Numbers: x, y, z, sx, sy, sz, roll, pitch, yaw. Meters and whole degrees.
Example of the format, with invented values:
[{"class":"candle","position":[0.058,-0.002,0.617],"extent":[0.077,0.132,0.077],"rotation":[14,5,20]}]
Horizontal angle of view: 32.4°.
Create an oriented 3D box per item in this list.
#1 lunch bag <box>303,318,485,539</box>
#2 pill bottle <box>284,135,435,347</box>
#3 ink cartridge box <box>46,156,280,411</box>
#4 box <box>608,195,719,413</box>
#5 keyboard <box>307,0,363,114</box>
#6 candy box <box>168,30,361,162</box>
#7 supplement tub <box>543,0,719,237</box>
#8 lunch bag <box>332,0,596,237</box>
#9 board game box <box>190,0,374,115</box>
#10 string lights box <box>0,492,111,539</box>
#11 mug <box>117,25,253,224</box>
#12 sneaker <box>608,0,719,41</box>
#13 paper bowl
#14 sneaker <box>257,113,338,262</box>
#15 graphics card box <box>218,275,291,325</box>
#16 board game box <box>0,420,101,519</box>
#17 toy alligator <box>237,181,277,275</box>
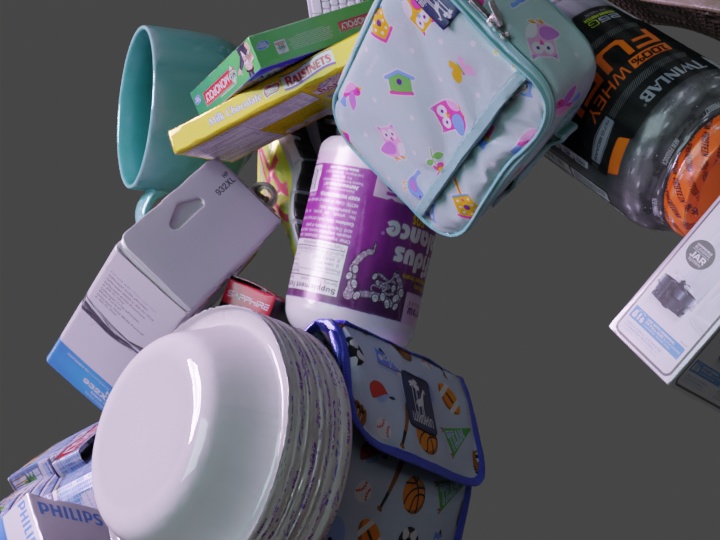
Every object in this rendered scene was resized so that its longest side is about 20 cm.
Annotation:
[{"class":"lunch bag","position":[0.001,0.152,0.921],"extent":[0.123,0.169,0.202],"rotation":[5,74,44]},{"class":"pill bottle","position":[0.000,0.000,1.016],"extent":[0.111,0.112,0.203],"rotation":[10,86,40]},{"class":"ink cartridge box","position":[-0.173,0.017,1.080],"extent":[0.145,0.084,0.200],"rotation":[-49,1,-43]},{"class":"box","position":[0.267,-0.007,0.804],"extent":[0.201,0.116,0.060],"rotation":[-51,50,10]},{"class":"keyboard","position":[-0.020,-0.230,1.167],"extent":[0.011,0.056,0.202],"rotation":[124,142,-56]},{"class":"candy box","position":[-0.053,-0.142,1.025],"extent":[0.198,0.102,0.027],"rotation":[-24,80,20]},{"class":"supplement tub","position":[0.198,-0.111,0.896],"extent":[0.123,0.122,0.200],"rotation":[-54,49,9]},{"class":"lunch bag","position":[0.070,-0.125,0.879],"extent":[0.161,0.077,0.200],"rotation":[49,147,10]},{"class":"board game box","position":[-0.033,-0.186,1.046],"extent":[0.134,0.199,0.029],"rotation":[-22,91,60]},{"class":"string lights box","position":[-0.282,0.266,0.988],"extent":[0.200,0.102,0.059],"rotation":[-43,52,17]},{"class":"mug","position":[-0.166,-0.137,1.197],"extent":[0.153,0.113,0.187],"rotation":[-118,38,-50]},{"class":"sneaker","position":[0.264,-0.215,0.917],"extent":[0.199,0.070,0.076],"rotation":[28,91,41]},{"class":"paper bowl","position":[-0.107,0.122,0.848],"extent":[0.200,0.104,0.203],"rotation":[-26,53,39]},{"class":"sneaker","position":[-0.052,-0.069,1.124],"extent":[0.090,0.077,0.202],"rotation":[-40,53,48]},{"class":"graphics card box","position":[-0.109,0.114,1.053],"extent":[0.050,0.125,0.202],"rotation":[21,85,14]},{"class":"board game box","position":[-0.224,0.168,1.111],"extent":[0.198,0.200,0.062],"rotation":[-30,93,14]},{"class":"toy alligator","position":[-0.117,-0.036,1.149],"extent":[0.200,0.059,0.054],"rotation":[-43,8,45]}]
